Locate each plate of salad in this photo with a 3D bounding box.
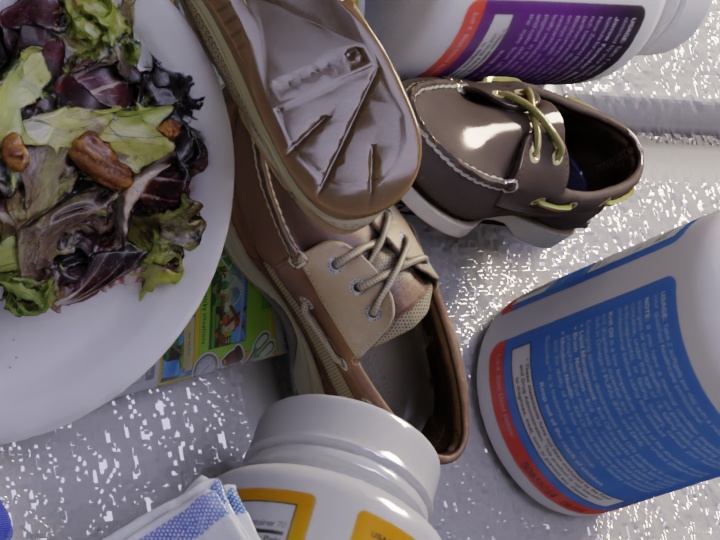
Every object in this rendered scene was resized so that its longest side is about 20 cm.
[{"bbox_3d":[-0.140,-0.028,0.797,0.198,0.048,0.202,-4,107,-14],"label":"plate of salad"}]

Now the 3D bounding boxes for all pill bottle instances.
[{"bbox_3d":[0.156,0.035,1.003,0.112,0.199,0.113,17,62,-36],"label":"pill bottle"},{"bbox_3d":[0.071,-0.141,1.029,0.199,0.111,0.112,-4,76,-43],"label":"pill bottle"},{"bbox_3d":[-0.029,0.151,0.853,0.109,0.109,0.201,36,53,-26],"label":"pill bottle"}]

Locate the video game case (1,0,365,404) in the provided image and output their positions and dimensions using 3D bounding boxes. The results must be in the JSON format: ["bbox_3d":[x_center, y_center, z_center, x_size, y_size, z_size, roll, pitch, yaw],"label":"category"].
[{"bbox_3d":[-0.069,-0.053,0.894,0.181,0.023,0.202,-13,113,-44],"label":"video game case"}]

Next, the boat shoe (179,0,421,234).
[{"bbox_3d":[-0.039,-0.108,0.832,0.071,0.065,0.201,-18,84,-13],"label":"boat shoe"}]

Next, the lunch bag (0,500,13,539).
[{"bbox_3d":[-0.199,0.122,0.708,0.169,0.124,0.201,13,52,-38],"label":"lunch bag"}]

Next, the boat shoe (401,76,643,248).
[{"bbox_3d":[0.064,-0.053,0.977,0.200,0.059,0.072,13,52,-61],"label":"boat shoe"}]

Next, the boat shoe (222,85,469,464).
[{"bbox_3d":[0.000,0.000,0.915,0.076,0.072,0.201,-45,131,-27],"label":"boat shoe"}]

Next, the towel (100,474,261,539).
[{"bbox_3d":[-0.064,0.176,0.758,0.146,0.024,0.200,-30,55,-9],"label":"towel"}]

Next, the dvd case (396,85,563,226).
[{"bbox_3d":[0.019,-0.099,1.059,0.199,0.025,0.151,6,69,-41],"label":"dvd case"}]
